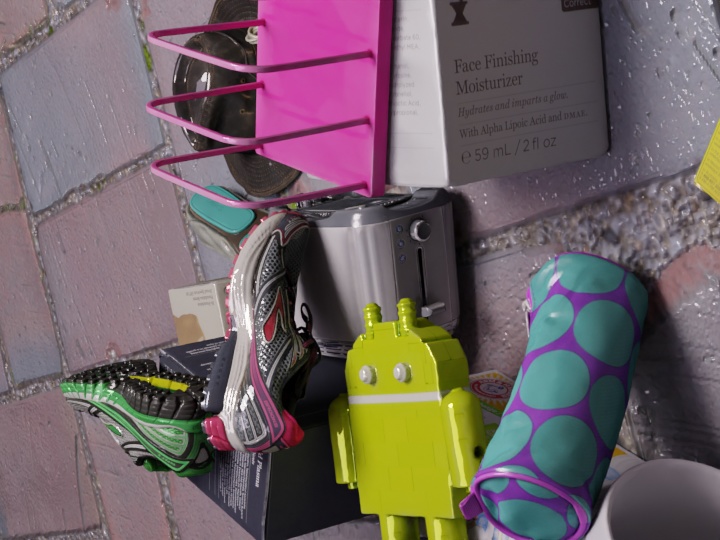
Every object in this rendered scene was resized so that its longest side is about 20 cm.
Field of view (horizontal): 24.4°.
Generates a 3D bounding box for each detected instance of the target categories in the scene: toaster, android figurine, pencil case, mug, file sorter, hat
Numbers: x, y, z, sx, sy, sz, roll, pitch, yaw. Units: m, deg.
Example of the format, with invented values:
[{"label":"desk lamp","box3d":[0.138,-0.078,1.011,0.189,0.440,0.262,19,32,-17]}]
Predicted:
[{"label":"toaster","box3d":[0.000,0.000,1.406,0.199,0.113,0.130,3,105,54]},{"label":"android figurine","box3d":[0.036,0.122,1.261,0.182,0.041,0.202,-6,92,56]},{"label":"pencil case","box3d":[0.139,0.088,1.165,0.092,0.201,0.085,4,141,24]},{"label":"mug","box3d":[0.228,0.254,1.141,0.199,0.148,0.176,28,130,10]},{"label":"file sorter","box3d":[-0.069,-0.155,1.142,0.139,0.125,0.202,23,118,46]},{"label":"hat","box3d":[-0.129,-0.164,1.571,0.200,0.080,0.202,23,119,50]}]

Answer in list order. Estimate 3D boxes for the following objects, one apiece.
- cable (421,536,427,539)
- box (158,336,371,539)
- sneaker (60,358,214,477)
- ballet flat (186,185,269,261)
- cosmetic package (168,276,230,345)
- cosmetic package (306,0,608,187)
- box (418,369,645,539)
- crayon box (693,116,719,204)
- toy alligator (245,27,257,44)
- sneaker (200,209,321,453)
[{"label":"cable","box3d":[0.093,0.305,1.422,0.199,0.051,0.165,19,116,51]},{"label":"box","box3d":[-0.047,0.130,1.438,0.182,0.199,0.105,30,123,48]},{"label":"sneaker","box3d":[-0.190,0.126,1.400,0.199,0.078,0.086,13,111,54]},{"label":"ballet flat","box3d":[-0.098,-0.024,1.602,0.200,0.067,0.064,34,154,47]},{"label":"cosmetic package","box3d":[-0.121,0.107,1.655,0.105,0.071,0.202,-10,92,56]},{"label":"cosmetic package","box3d":[0.061,-0.173,1.207,0.164,0.164,0.202,8,107,51]},{"label":"box","box3d":[0.118,0.167,1.283,0.200,0.112,0.102,31,122,48]},{"label":"crayon box","box3d":[0.289,-0.102,1.001,0.127,0.051,0.201,49,137,36]},{"label":"toy alligator","box3d":[-0.029,-0.173,1.451,0.200,0.059,0.054,29,164,48]},{"label":"sneaker","box3d":[-0.065,0.049,1.315,0.074,0.081,0.201,3,69,18]}]
